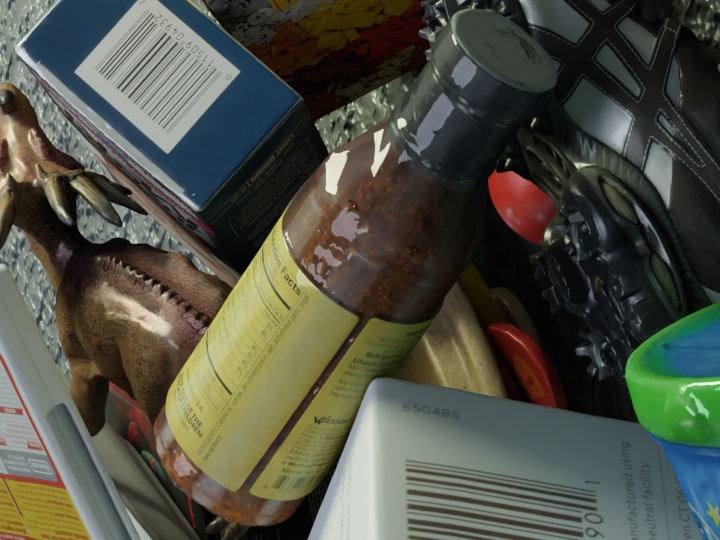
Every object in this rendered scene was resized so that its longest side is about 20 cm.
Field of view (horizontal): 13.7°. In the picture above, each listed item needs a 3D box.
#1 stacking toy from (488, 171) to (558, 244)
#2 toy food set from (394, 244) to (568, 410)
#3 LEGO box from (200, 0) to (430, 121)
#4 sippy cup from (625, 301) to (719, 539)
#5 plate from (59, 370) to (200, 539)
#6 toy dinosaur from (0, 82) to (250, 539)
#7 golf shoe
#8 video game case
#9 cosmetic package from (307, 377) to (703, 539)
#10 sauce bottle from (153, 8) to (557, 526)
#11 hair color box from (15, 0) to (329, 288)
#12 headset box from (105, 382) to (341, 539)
[{"bbox_3d":[0.057,-0.108,1.088,0.085,0.085,0.201,-12,94,60],"label":"stacking toy"},{"bbox_3d":[0.038,0.078,1.172,0.199,0.048,0.200,96,155,-45],"label":"toy food set"},{"bbox_3d":[-0.049,-0.179,1.168,0.201,0.077,0.149,65,-174,26],"label":"LEGO box"},{"bbox_3d":[0.161,0.072,0.903,0.139,0.178,0.131,-10,101,32],"label":"sippy cup"},{"bbox_3d":[-0.084,0.159,1.222,0.200,0.032,0.201,-133,35,-56],"label":"plate"},{"bbox_3d":[-0.079,0.016,1.115,0.199,0.086,0.136,21,140,33],"label":"toy dinosaur"},{"bbox_3d":[0.086,-0.061,1.022,0.201,0.094,0.078,66,163,12],"label":"golf shoe"},{"bbox_3d":[-0.119,0.090,1.119,0.143,0.017,0.201,0,117,63],"label":"video game case"},{"bbox_3d":[0.055,0.173,1.018,0.165,0.164,0.201,-91,16,-46],"label":"cosmetic package"},{"bbox_3d":[0.000,0.000,1.005,0.200,0.066,0.066,-54,50,30],"label":"sauce bottle"},{"bbox_3d":[-0.063,-0.049,1.188,0.100,0.061,0.200,41,175,14],"label":"hair color box"},{"bbox_3d":[-0.054,0.116,1.275,0.200,0.075,0.150,-156,55,-69],"label":"headset box"}]
